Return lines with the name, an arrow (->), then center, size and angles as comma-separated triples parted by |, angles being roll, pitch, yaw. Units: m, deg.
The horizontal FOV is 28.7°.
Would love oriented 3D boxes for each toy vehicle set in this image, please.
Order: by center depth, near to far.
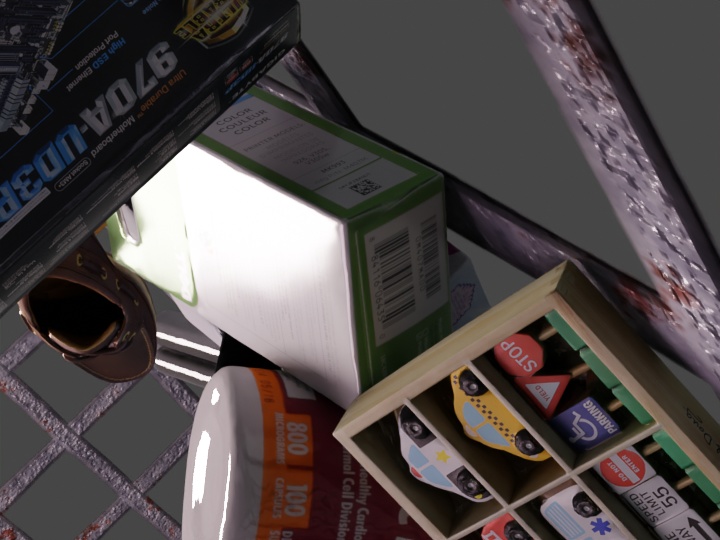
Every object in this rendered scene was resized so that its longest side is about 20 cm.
toy vehicle set -> 0.101, 0.102, 0.577 | 0.200, 0.124, 0.027 | 47, -146, -9

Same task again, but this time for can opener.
can opener -> -0.073, 0.062, 1.022 | 0.200, 0.067, 0.053 | 13, 123, 45

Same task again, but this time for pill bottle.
pill bottle -> 0.022, 0.111, 0.678 | 0.200, 0.114, 0.114 | 7, -178, -16

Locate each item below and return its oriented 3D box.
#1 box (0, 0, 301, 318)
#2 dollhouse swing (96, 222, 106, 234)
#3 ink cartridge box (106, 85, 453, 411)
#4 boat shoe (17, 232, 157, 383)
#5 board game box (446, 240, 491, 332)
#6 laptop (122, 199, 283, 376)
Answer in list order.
box -> -0.148, -0.088, 0.565 | 0.159, 0.200, 0.046 | 43, 168, 8
dollhouse swing -> -0.278, -0.109, 1.052 | 0.176, 0.200, 0.182 | 44, 171, 17
ink cartridge box -> -0.046, -0.023, 0.663 | 0.200, 0.059, 0.104 | 28, 135, 41
boat shoe -> -0.166, 0.024, 0.827 | 0.200, 0.072, 0.068 | 72, 179, -60
board game box -> 0.000, 0.000, 0.789 | 0.200, 0.041, 0.200 | 39, 169, 32
laptop -> -0.102, 0.076, 0.840 | 0.200, 0.116, 0.187 | 36, 164, 27
